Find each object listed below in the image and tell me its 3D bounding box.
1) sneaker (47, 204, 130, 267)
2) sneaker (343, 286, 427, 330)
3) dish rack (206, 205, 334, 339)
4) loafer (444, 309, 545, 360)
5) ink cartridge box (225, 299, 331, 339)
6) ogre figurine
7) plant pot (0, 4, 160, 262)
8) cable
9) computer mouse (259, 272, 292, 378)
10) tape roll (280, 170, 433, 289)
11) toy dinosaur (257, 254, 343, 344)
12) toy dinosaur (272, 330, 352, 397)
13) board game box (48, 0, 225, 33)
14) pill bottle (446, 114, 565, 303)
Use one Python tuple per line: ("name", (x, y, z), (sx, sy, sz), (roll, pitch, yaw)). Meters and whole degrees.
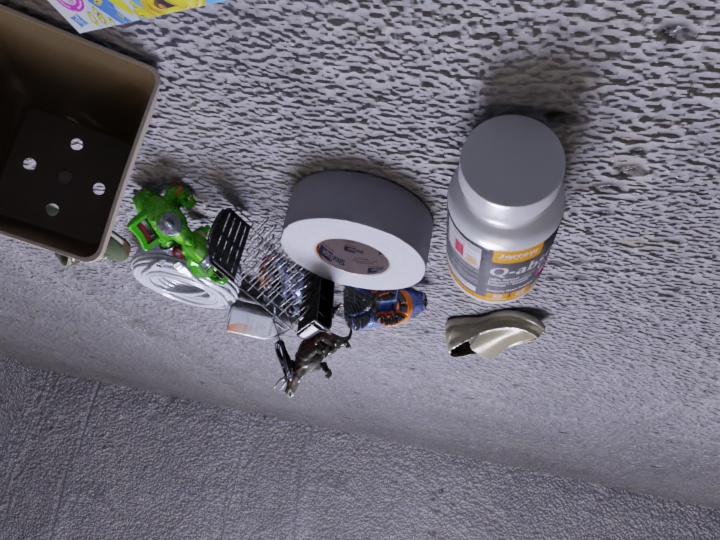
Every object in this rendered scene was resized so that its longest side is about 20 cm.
("sneaker", (-0.488, -0.043, 1.003), (0.065, 0.093, 0.201), (1, 155, 24))
("sneaker", (0.036, 0.062, 0.981), (0.077, 0.078, 0.197), (-3, -178, -37))
("dish rack", (-0.121, -0.007, 0.811), (0.054, 0.155, 0.199), (-37, 117, 22))
("loafer", (0.227, 0.117, 1.004), (0.075, 0.070, 0.197), (28, 153, -33))
("ink cartridge box", (-0.165, 0.109, 1.150), (0.194, 0.052, 0.162), (18, 180, -12))
("ogre figurine", (-0.259, -0.054, 0.825), (0.097, 0.202, 0.121), (-34, 133, 4))
("plant pot", (-0.335, -0.125, 0.624), (0.194, 0.206, 0.177), (18, 169, -14))
("cable", (-0.312, 0.006, 1.048), (0.195, 0.071, 0.199), (-5, 153, 38))
("computer mouse", (-0.142, 0.093, 1.042), (0.033, 0.207, 0.058), (-16, -167, -26))
("tape roll", (-0.004, -0.045, 0.764), (0.193, 0.068, 0.201), (11, 157, 4))
("toy dinosaur", (-0.117, 0.042, 1.009), (0.181, 0.106, 0.198), (45, 157, -21))
("toy dinosaur", (-0.083, 0.151, 1.122), (0.100, 0.201, 0.079), (8, 131, 31))
("board game box", (-0.178, -0.262, 0.373), (0.190, 0.058, 0.200), (2, 155, 26))
("pill bottle", (0.144, -0.054, 0.595), (0.112, 0.120, 0.201), (8, 157, 11))
